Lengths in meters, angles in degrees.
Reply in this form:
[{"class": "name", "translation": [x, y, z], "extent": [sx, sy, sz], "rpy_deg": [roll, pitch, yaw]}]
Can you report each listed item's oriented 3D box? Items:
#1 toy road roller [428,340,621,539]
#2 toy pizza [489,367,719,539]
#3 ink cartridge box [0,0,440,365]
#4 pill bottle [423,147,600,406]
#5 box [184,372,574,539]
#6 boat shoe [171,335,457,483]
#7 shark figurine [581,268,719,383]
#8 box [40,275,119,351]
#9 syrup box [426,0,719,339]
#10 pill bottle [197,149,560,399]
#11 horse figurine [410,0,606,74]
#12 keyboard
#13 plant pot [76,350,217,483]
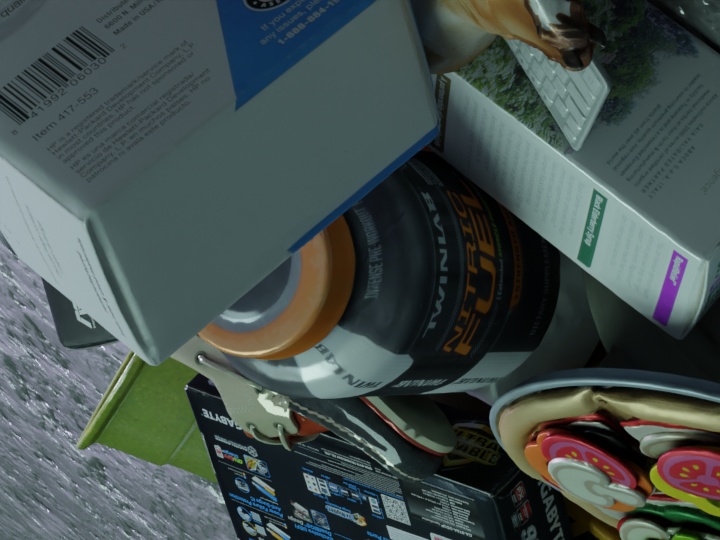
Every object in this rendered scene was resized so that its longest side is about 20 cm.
[{"class": "toy road roller", "translation": [0.115, 0.083, 1.239], "extent": [0.200, 0.123, 0.146], "rpy_deg": [38, 146, 14]}, {"class": "toy pizza", "translation": [0.147, 0.095, 1.063], "extent": [0.199, 0.032, 0.200], "rpy_deg": [16, 160, 6]}, {"class": "ink cartridge box", "translation": [-0.092, -0.080, 0.940], "extent": [0.200, 0.146, 0.086], "rpy_deg": [35, 156, 40]}, {"class": "pill bottle", "translation": [0.018, -0.016, 1.225], "extent": [0.199, 0.110, 0.110], "rpy_deg": [30, 158, 33]}, {"class": "box", "translation": [0.017, 0.128, 1.241], "extent": [0.199, 0.046, 0.160], "rpy_deg": [16, 136, 39]}, {"class": "boat shoe", "translation": [-0.040, 0.047, 1.179], "extent": [0.200, 0.063, 0.071], "rpy_deg": [34, -175, 31]}, {"class": "shark figurine", "translation": [0.146, 0.050, 1.074], "extent": [0.214, 0.089, 0.129], "rpy_deg": [35, 123, 39]}, {"class": "box", "translation": [-0.089, -0.084, 1.111], "extent": [0.049, 0.161, 0.201], "rpy_deg": [-10, 99, 42]}, {"class": "syrup box", "translation": [0.080, -0.071, 1.029], "extent": [0.200, 0.079, 0.082], "rpy_deg": [38, 160, 14]}, {"class": "pill bottle", "translation": [0.000, 0.000, 1.055], "extent": [0.106, 0.107, 0.200], "rpy_deg": [35, -166, 23]}, {"class": "horse figurine", "translation": [0.020, -0.116, 0.922], "extent": [0.133, 0.050, 0.200], "rpy_deg": [51, 161, -5]}, {"class": "keyboard", "translation": [0.038, -0.139, 0.975], "extent": [0.201, 0.011, 0.056], "rpy_deg": [59, 168, 16]}, {"class": "plant pot", "translation": [-0.024, 0.058, 1.394], "extent": [0.189, 0.201, 0.200], "rpy_deg": [31, 162, -3]}]
